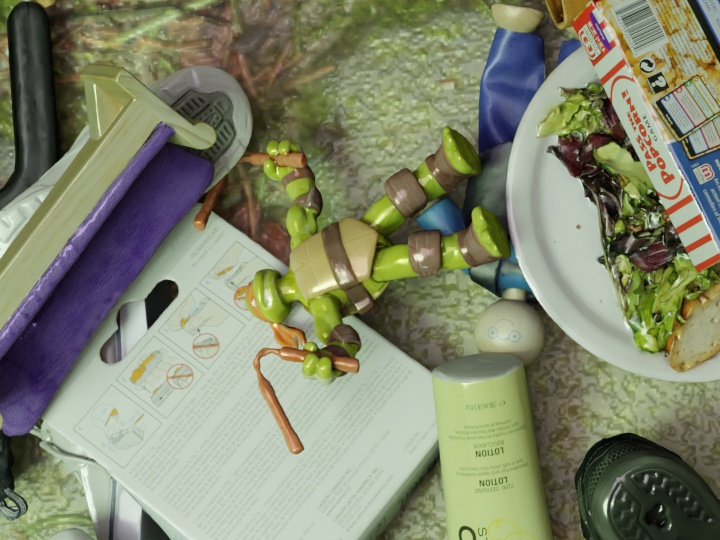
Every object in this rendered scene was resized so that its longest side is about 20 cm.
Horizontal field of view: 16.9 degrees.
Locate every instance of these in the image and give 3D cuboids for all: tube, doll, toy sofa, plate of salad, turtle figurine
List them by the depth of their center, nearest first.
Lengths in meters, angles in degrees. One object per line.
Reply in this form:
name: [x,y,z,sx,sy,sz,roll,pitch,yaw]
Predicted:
toy sofa: [-0.155,-0.006,1.292,0.098,0.083,0.200,39,82,-18]
plate of salad: [0.178,-0.040,1.314,0.199,0.048,0.201,1,85,-6]
turtle figurine: [0.000,0.000,1.328,0.161,0.064,0.201,-25,51,14]
tube: [0.078,0.147,1.334,0.058,0.052,0.201,5,109,41]
doll: [0.091,-0.045,1.356,0.136,0.048,0.201,6,87,6]

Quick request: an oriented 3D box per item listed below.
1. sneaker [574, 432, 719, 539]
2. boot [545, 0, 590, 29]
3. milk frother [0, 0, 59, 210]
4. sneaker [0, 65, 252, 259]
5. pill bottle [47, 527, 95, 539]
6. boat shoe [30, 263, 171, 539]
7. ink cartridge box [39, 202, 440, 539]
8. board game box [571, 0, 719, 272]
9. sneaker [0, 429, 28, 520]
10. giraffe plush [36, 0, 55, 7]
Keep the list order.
sneaker: [0.187,0.162,1.318,0.076,0.114,0.199,-43,107,3]
boot: [0.143,-0.240,1.322,0.143,0.071,0.202,-13,91,-14]
milk frother: [-0.269,-0.098,1.369,0.180,0.200,0.189,-2,87,9]
sneaker: [-0.151,-0.039,1.388,0.200,0.099,0.078,-40,109,-12]
pill bottle: [-0.115,0.243,1.329,0.200,0.114,0.114,41,97,-13]
boat shoe: [-0.155,0.088,1.395,0.086,0.075,0.203,-4,83,13]
ink cartridge box: [-0.065,0.082,1.361,0.200,0.050,0.162,35,71,16]
board game box: [0.235,-0.110,1.285,0.199,0.046,0.152,-25,85,-13]
sneaker: [-0.278,0.104,1.420,0.199,0.075,0.114,0,114,35]
giraffe plush: [-0.104,-0.241,1.316,0.162,0.200,0.173,-8,106,40]
